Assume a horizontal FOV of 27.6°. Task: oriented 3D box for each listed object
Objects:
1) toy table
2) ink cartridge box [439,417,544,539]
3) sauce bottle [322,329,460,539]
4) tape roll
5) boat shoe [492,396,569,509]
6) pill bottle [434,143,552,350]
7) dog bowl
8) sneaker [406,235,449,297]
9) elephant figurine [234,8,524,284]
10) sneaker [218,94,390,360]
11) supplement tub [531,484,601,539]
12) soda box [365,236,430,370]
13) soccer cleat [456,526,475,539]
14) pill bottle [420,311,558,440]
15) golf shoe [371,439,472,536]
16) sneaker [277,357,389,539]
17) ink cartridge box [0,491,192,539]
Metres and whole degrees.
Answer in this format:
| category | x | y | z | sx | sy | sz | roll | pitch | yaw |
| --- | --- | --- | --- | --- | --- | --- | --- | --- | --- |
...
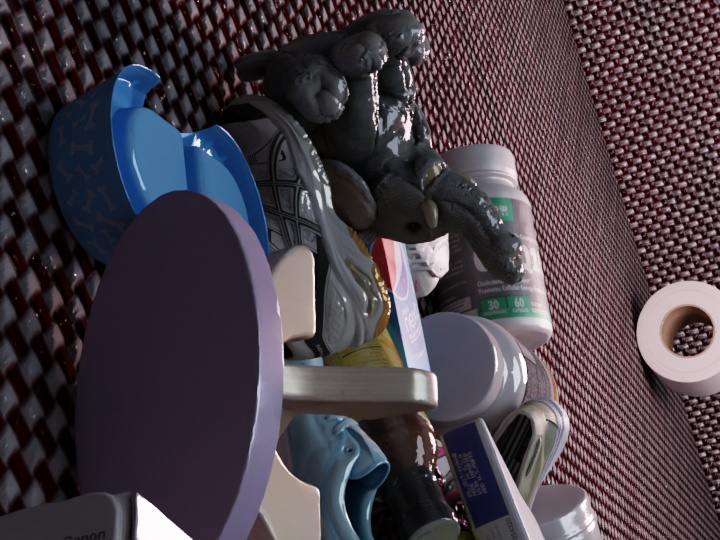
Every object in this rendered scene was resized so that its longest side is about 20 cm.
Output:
| category | x | y | z | sx | sy | sz | roll | pitch | yaw |
| --- | --- | --- | --- | --- | --- | --- | --- | --- | --- |
| toy table | -0.065 | 0.070 | 0.765 | 0.117 | 0.183 | 0.202 | 21 | 74 | -50 |
| ink cartridge box | 0.127 | 0.238 | 1.090 | 0.200 | 0.043 | 0.197 | 62 | 6 | -53 |
| sauce bottle | 0.016 | 0.111 | 1.039 | 0.065 | 0.064 | 0.201 | 54 | 10 | -50 |
| tape roll | 0.651 | 0.135 | 2.870 | 0.139 | 0.201 | 0.205 | 36 | 43 | -62 |
| boat shoe | 0.112 | 0.197 | 1.253 | 0.062 | 0.072 | 0.202 | 4 | 111 | -54 |
| pill bottle | 0.125 | -0.018 | 1.494 | 0.113 | 0.112 | 0.202 | 35 | 43 | -64 |
| dog bowl | -0.116 | -0.043 | 0.864 | 0.200 | 0.049 | 0.113 | 38 | 41 | -64 |
| sneaker | 0.046 | -0.028 | 1.321 | 0.200 | 0.077 | 0.100 | 16 | 65 | -69 |
| elephant figurine | 0.014 | -0.076 | 1.065 | 0.155 | 0.140 | 0.201 | -116 | -177 | -70 |
| sneaker | -0.059 | -0.031 | 0.994 | 0.201 | 0.087 | 0.076 | 59 | -19 | 21 |
| supplement tub | 0.176 | 0.316 | 1.363 | 0.132 | 0.131 | 0.202 | -38 | 113 | -71 |
| soda box | 0.000 | 0.000 | 1.161 | 0.064 | 0.067 | 0.202 | 12 | 65 | -71 |
| soccer cleat | 0.055 | 0.214 | 1.024 | 0.200 | 0.064 | 0.085 | 57 | 29 | -82 |
| pill bottle | 0.104 | 0.105 | 1.322 | 0.200 | 0.115 | 0.117 | 36 | 42 | -65 |
| golf shoe | 0.029 | 0.160 | 1.156 | 0.092 | 0.073 | 0.200 | 46 | 8 | 32 |
| sneaker | -0.018 | 0.120 | 0.988 | 0.074 | 0.081 | 0.202 | 38 | 41 | -64 |
| ink cartridge box | -0.103 | 0.176 | 0.572 | 0.200 | 0.146 | 0.086 | 52 | 28 | -50 |
